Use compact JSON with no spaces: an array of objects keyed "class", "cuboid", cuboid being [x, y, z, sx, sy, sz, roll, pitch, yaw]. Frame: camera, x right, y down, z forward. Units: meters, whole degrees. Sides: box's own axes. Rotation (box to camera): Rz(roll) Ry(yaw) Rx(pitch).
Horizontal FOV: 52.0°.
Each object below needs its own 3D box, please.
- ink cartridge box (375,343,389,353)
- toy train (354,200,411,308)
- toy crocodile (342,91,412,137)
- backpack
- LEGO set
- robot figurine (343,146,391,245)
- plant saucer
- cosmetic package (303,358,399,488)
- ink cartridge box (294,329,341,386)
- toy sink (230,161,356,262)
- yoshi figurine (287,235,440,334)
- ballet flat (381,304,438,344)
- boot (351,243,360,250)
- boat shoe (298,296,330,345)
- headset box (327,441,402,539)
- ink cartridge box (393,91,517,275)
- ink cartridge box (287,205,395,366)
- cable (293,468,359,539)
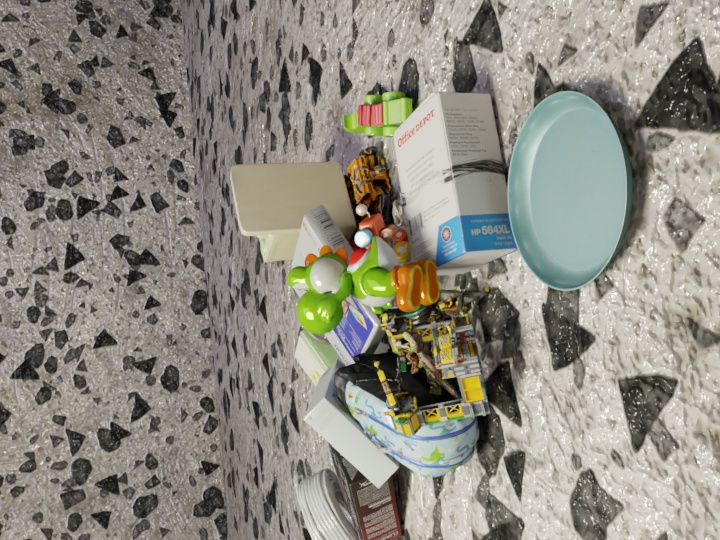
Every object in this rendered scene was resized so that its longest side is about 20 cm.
[{"class":"ink cartridge box","cuboid":[-0.010,0.080,1.331,0.200,0.065,0.118,-132,43,-58]},{"class":"toy train","cuboid":[0.058,-0.034,1.030,0.200,0.055,0.153,-37,-67,-65]},{"class":"toy crocodile","cuboid":[0.030,-0.249,1.184,0.200,0.061,0.069,-157,65,-66]},{"class":"backpack","cuboid":[0.079,0.189,1.019,0.199,0.161,0.157,-1,100,58]},{"class":"LEGO set","cuboid":[0.087,0.095,0.920,0.202,0.151,0.117,-79,-24,-46]},{"class":"robot figurine","cuboid":[-0.001,-0.120,1.288,0.201,0.057,0.147,120,140,-56]},{"class":"plant saucer","cuboid":[0.217,-0.082,0.768,0.200,0.027,0.204,176,90,-68]},{"class":"cosmetic package","cuboid":[-0.006,0.230,1.148,0.151,0.052,0.200,45,-171,-4]},{"class":"ink cartridge box","cuboid":[-0.065,0.203,1.365,0.146,0.048,0.201,52,151,19]},{"class":"toy sink","cuboid":[-0.124,-0.097,1.261,0.112,0.196,0.132,121,138,-57]},{"class":"yoshi figurine","cuboid":[-0.005,0.036,0.934,0.113,0.197,0.113,62,-140,-39]},{"class":"ballet flat","cuboid":[0.050,0.082,1.142,0.199,0.068,0.069,4,127,57]},{"class":"boot","cuboid":[0.000,0.000,1.189,0.200,0.142,0.074,-144,56,-62]},{"class":"boat shoe","cuboid":[-0.073,0.036,1.298,0.074,0.073,0.202,113,146,-47]},{"class":"headset box","cuboid":[0.005,0.367,1.271,0.149,0.074,0.203,-124,19,-54]},{"class":"ink cartridge box","cuboid":[0.116,-0.106,0.946,0.146,0.083,0.204,151,114,-67]},{"class":"ink cartridge box","cuboid":[-0.035,0.035,1.122,0.199,0.047,0.201,55,157,16]},{"class":"cable","cuboid":[-0.040,0.464,1.354,0.201,0.069,0.200,55,-178,-22]}]
